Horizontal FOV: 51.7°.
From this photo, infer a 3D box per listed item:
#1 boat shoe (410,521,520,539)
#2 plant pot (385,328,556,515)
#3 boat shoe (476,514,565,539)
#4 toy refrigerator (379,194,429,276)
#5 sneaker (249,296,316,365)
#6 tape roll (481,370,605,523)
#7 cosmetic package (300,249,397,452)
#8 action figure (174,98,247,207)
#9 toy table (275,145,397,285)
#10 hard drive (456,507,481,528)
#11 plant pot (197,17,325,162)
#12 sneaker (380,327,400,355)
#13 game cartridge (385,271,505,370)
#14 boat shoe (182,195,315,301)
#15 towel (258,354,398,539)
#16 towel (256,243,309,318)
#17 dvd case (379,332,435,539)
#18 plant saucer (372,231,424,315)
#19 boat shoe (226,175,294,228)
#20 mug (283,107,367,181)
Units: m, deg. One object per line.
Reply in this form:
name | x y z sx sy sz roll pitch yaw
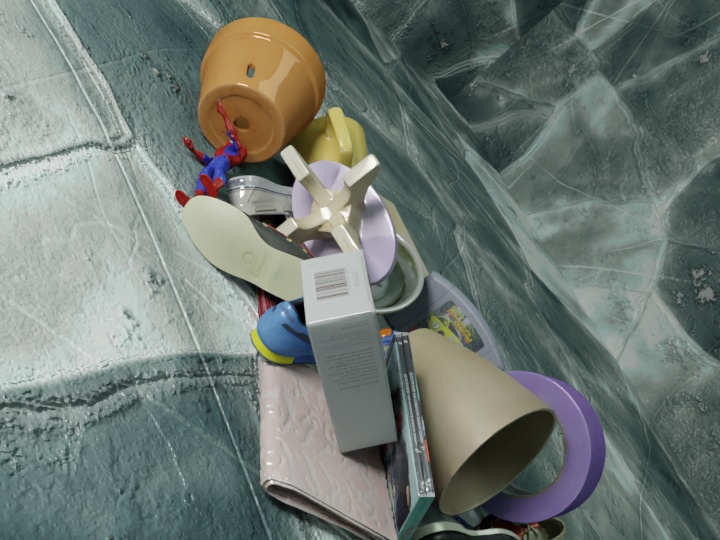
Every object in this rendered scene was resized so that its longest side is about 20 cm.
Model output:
boat shoe | 0.140 0.357 0.912 0.199 0.074 0.067 31 31 -43
plant pot | 0.118 0.176 0.972 0.187 0.188 0.200 22 21 -53
boat shoe | 0.237 0.385 1.089 0.199 0.062 0.072 25 35 -48
toy refrigerator | 0.052 -0.040 1.372 0.070 0.076 0.202 25 34 -49
sneaker | -0.045 0.067 0.897 0.066 0.079 0.199 52 22 24
tape roll | 0.233 0.245 1.041 0.085 0.199 0.201 20 37 -55
cosmetic package | -0.010 0.090 0.801 0.102 0.070 0.202 -101 -179 -50
action figure | -0.211 -0.164 1.022 0.100 0.065 0.200 59 18 -17
toy table | -0.035 -0.077 1.017 0.200 0.184 0.117 44 4 18
hard drive | 0.090 0.256 1.038 0.200 0.025 0.133 42 23 -26
plant pot | -0.162 -0.262 1.141 0.200 0.199 0.141 41 39 -25
sneaker | 0.086 0.177 1.114 0.199 0.075 0.079 38 32 -14
game cartridge | 0.145 0.109 1.242 0.201 0.133 0.041 52 20 3
boat shoe | -0.133 -0.025 0.936 0.200 0.074 0.063 32 8 -1
towel | -0.042 0.197 0.840 0.191 0.032 0.201 39 22 -30
towel | -0.082 0.030 1.010 0.143 0.023 0.201 23 35 -32
dvd case | 0.046 0.196 0.865 0.022 0.147 0.202 3 51 -10
plant saucer | 0.000 0.000 1.162 0.197 0.050 0.202 12 46 -13
boat shoe | -0.126 -0.088 1.102 0.200 0.070 0.071 11 72 -66
mug | -0.053 -0.165 1.263 0.187 0.148 0.155 43 27 -57
